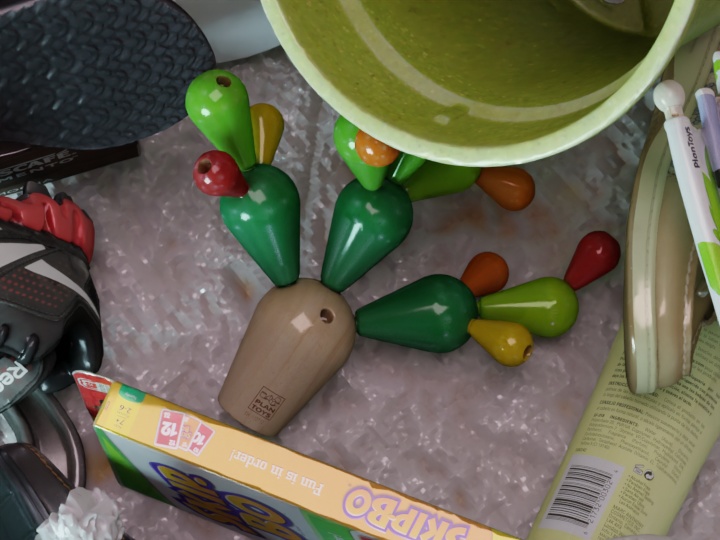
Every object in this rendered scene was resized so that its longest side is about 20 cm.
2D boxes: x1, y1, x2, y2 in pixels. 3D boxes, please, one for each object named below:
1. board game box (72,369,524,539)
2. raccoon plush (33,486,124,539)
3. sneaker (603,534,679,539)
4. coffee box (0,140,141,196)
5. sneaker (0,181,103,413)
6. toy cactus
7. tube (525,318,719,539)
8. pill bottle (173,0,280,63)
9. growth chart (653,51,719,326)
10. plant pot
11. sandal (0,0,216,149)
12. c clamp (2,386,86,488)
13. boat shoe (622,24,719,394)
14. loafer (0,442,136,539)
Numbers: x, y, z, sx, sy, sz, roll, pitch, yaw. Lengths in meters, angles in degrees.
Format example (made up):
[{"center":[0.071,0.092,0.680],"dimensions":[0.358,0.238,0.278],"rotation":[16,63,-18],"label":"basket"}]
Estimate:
[{"center":[-0.027,0.097,1.059],"dimensions":[0.199,0.096,0.030],"rotation":[23,73,9],"label":"board game box"},{"center":[-0.109,0.199,0.991],"dimensions":[0.134,0.200,0.097],"rotation":[39,43,12],"label":"raccoon plush"},{"center":[0.061,0.176,1.016],"dimensions":[0.200,0.111,0.077],"rotation":[-42,77,4],"label":"sneaker"},{"center":[-0.178,-0.135,1.134],"dimensions":[0.113,0.080,0.201],"rotation":[-18,82,-5],"label":"coffee box"},{"center":[-0.173,0.008,1.046],"dimensions":[0.071,0.200,0.098],"rotation":[-30,67,26],"label":"sneaker"},{"center":[0.000,0.000,1.087],"dimensions":[0.200,0.102,0.165],"rotation":[28,101,-27],"label":"toy cactus"},{"center":[0.132,0.053,1.099],"dimensions":[0.058,0.052,0.200],"rotation":[40,64,-26],"label":"tube"},{"center":[-0.081,-0.201,1.153],"dimensions":[0.114,0.114,0.201],"rotation":[-15,72,-4],"label":"pill bottle"},{"center":[0.187,-0.030,1.073],"dimensions":[0.018,0.200,0.145],"rotation":[-25,78,38],"label":"growth chart"},{"center":[0.084,-0.151,1.038],"dimensions":[0.200,0.184,0.201],"rotation":[5,101,29],"label":"plant pot"},{"center":[-0.158,-0.087,1.053],"dimensions":[0.199,0.075,0.045],"rotation":[-7,33,-15],"label":"sandal"},{"center":[-0.227,0.085,1.104],"dimensions":[0.199,0.027,0.171],"rotation":[-27,74,-8],"label":"c clamp"},{"center":[0.150,-0.032,1.087],"dimensions":[0.062,0.073,0.200],"rotation":[9,53,10],"label":"boat shoe"},{"center":[-0.089,0.149,1.065],"dimensions":[0.072,0.073,0.200],"rotation":[-30,78,-35],"label":"loafer"}]
